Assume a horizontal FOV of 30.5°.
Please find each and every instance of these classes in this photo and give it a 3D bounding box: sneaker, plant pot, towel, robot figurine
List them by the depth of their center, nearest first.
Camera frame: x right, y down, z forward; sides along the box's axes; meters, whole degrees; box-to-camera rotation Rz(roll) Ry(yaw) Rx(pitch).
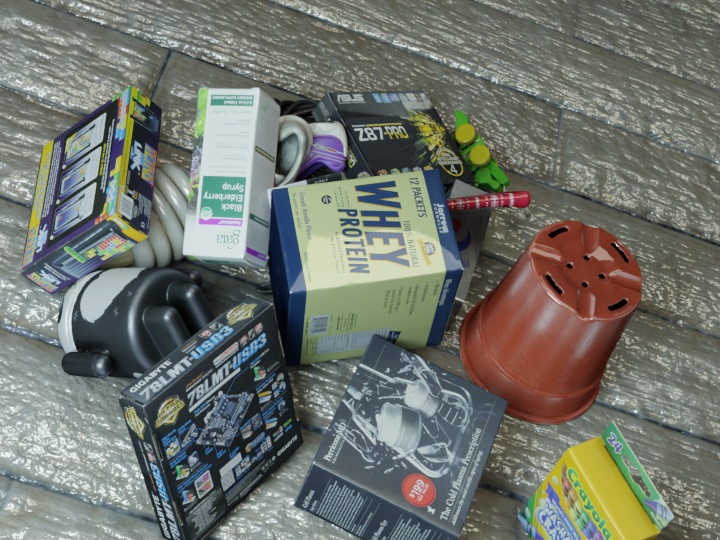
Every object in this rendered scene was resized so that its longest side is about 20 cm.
[{"bbox_3d":[-0.250,0.057,1.474,0.149,0.198,0.127,6,85,-49],"label":"robot figurine"},{"bbox_3d":[-0.124,-0.100,1.644,0.075,0.202,0.092,24,7,-6],"label":"sneaker"},{"bbox_3d":[0.247,0.055,1.647,0.198,0.196,0.203,10,51,-12],"label":"plant pot"},{"bbox_3d":[0.109,-0.079,1.672,0.197,0.145,0.023,-7,93,-5],"label":"towel"},{"bbox_3d":[-0.113,-0.141,1.719,0.197,0.081,0.085,-9,92,14],"label":"sneaker"}]

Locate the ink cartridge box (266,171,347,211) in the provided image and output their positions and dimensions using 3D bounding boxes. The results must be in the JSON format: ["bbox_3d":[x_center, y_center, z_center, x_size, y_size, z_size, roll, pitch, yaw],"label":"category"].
[{"bbox_3d":[-0.051,-0.074,1.629,0.093,0.200,0.038,-14,77,4],"label":"ink cartridge box"}]

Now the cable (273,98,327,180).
[{"bbox_3d":[-0.049,-0.173,1.812,0.162,0.051,0.201,-25,65,-33],"label":"cable"}]

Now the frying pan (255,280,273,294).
[{"bbox_3d":[-0.031,0.024,1.680,0.189,0.031,0.115,-34,72,-30],"label":"frying pan"}]

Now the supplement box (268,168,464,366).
[{"bbox_3d":[0.000,0.000,1.549,0.197,0.201,0.136,-8,63,-9],"label":"supplement box"}]

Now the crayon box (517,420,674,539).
[{"bbox_3d":[0.257,0.276,1.477,0.051,0.201,0.127,-14,59,-28],"label":"crayon box"}]

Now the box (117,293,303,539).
[{"bbox_3d":[-0.154,0.162,1.426,0.049,0.201,0.200,15,41,37],"label":"box"}]

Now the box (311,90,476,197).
[{"bbox_3d":[0.048,-0.168,1.801,0.198,0.049,0.162,-7,60,-44],"label":"box"}]

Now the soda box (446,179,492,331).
[{"bbox_3d":[0.122,-0.023,1.746,0.063,0.069,0.201,22,50,-1],"label":"soda box"}]

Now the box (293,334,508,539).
[{"bbox_3d":[0.048,0.209,1.518,0.180,0.105,0.201,25,49,2],"label":"box"}]

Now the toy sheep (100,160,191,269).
[{"bbox_3d":[-0.250,-0.070,1.613,0.199,0.138,0.138,-40,72,-18],"label":"toy sheep"}]

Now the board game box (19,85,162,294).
[{"bbox_3d":[-0.312,-0.094,1.543,0.057,0.164,0.202,35,40,-37],"label":"board game box"}]

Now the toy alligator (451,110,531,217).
[{"bbox_3d":[0.169,-0.140,1.866,0.054,0.059,0.201,-34,63,7],"label":"toy alligator"}]

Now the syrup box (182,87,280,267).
[{"bbox_3d":[-0.151,-0.108,1.563,0.078,0.081,0.203,3,81,17],"label":"syrup box"}]
